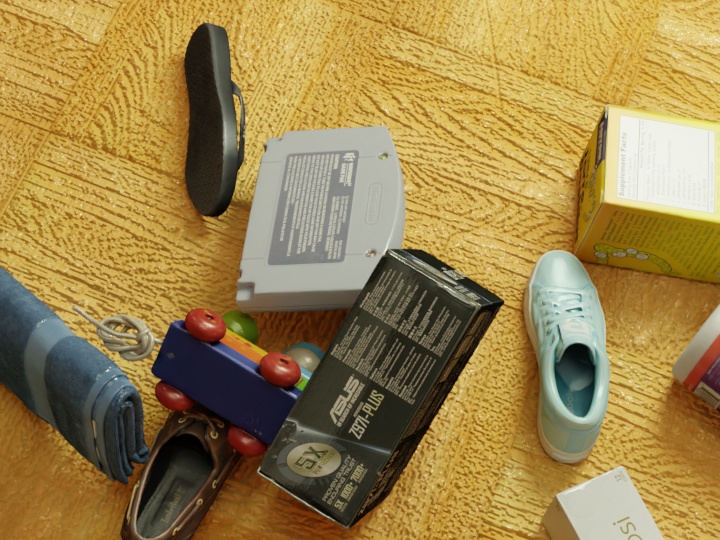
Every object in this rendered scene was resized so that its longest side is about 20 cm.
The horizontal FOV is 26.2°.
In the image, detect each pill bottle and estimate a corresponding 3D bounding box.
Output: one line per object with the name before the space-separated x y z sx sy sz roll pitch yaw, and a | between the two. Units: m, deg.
pill bottle | 0.380 0.106 1.337 0.200 0.112 0.111 38 64 13

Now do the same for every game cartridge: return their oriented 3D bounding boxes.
game cartridge | -0.029 -0.045 1.330 0.133 0.041 0.200 -5 46 14

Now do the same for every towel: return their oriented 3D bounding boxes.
towel | -0.251 0.081 1.251 0.048 0.112 0.200 -34 55 -30

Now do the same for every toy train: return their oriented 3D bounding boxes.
toy train | -0.125 0.060 1.268 0.200 0.085 0.116 30 22 10

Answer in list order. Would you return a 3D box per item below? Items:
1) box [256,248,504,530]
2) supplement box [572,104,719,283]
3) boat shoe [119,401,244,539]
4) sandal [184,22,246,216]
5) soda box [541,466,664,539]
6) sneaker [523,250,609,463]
box | 0.020 0.088 1.227 0.086 0.164 0.200 31 97 9
supplement box | 0.305 -0.064 1.420 0.199 0.110 0.109 10 61 -3
boat shoe | -0.136 0.151 1.273 0.070 0.070 0.200 18 60 6
sandal | -0.128 -0.142 1.432 0.043 0.076 0.201 14 58 -30
soda box | 0.226 0.267 1.259 0.068 0.064 0.200 -20 66 -16
sneaker | 0.188 0.062 1.353 0.074 0.082 0.201 0 62 -8
